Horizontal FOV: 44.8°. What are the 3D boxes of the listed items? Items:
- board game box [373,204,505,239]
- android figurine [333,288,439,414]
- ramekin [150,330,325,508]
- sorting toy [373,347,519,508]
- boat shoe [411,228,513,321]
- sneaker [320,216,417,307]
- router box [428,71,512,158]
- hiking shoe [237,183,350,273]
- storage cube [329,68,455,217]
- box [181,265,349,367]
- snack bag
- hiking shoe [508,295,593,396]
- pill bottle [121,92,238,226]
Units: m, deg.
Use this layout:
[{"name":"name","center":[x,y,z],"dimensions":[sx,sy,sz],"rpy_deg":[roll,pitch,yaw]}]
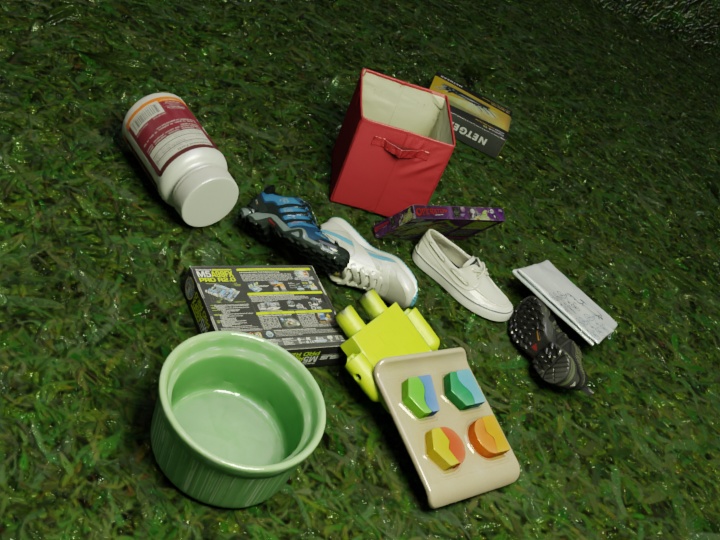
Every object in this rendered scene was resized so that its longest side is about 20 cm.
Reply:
[{"name":"board game box","center":[0.136,-0.081,1.504],"dimensions":[0.198,0.120,0.033],"rpy_deg":[-1,72,-34]},{"name":"android figurine","center":[0.050,0.123,1.226],"dimensions":[0.201,0.041,0.182],"rpy_deg":[53,39,5]},{"name":"ramekin","center":[-0.149,0.177,1.023],"dimensions":[0.198,0.098,0.201],"rpy_deg":[18,38,-14]},{"name":"sorting toy","center":[0.122,0.200,1.170],"dimensions":[0.184,0.036,0.202],"rpy_deg":[-2,62,-43]},{"name":"boat shoe","center":[0.179,0.005,1.469],"dimensions":[0.200,0.066,0.072],"rpy_deg":[41,38,16]},{"name":"sneaker","center":[0.000,0.000,1.360],"dimensions":[0.199,0.077,0.081],"rpy_deg":[35,43,19]},{"name":"router box","center":[0.232,-0.345,1.930],"dimensions":[0.198,0.052,0.158],"rpy_deg":[26,37,-3]},{"name":"hiking shoe","center":[-0.091,-0.069,1.322],"dimensions":[0.199,0.075,0.087],"rpy_deg":[28,68,21]},{"name":"storage cube","center":[0.051,-0.216,1.545],"dimensions":[0.169,0.181,0.201],"rpy_deg":[15,39,-12]},{"name":"box","center":[-0.130,0.063,1.216],"dimensions":[0.198,0.044,0.161],"rpy_deg":[-1,45,-35]},{"name":"snack bag","center":[0.369,0.051,1.536],"dimensions":[0.188,0.021,0.199],"rpy_deg":[44,23,18]},{"name":"hiking shoe","center":[0.309,0.126,1.421],"dimensions":[0.100,0.076,0.201],"rpy_deg":[35,24,-31]},{"name":"pill bottle","center":[-0.274,-0.169,1.338],"dimensions":[0.113,0.115,0.200],"rpy_deg":[-10,52,-41]}]
